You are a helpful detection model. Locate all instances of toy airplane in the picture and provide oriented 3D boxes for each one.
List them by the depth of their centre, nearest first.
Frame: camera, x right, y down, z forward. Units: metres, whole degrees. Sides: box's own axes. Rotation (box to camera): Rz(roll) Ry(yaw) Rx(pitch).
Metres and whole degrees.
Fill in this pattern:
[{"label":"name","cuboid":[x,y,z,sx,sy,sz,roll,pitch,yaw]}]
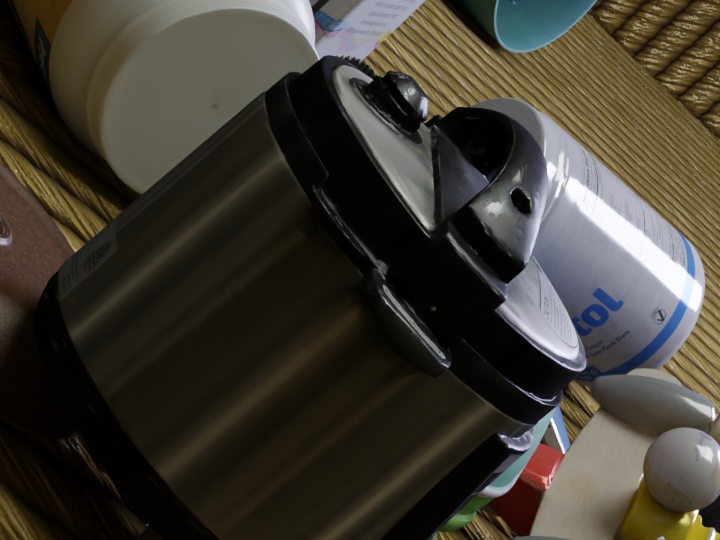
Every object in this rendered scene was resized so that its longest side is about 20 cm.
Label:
[{"label":"toy airplane","cuboid":[0.134,0.123,1.580,0.199,0.141,0.200,10,48,-38]}]

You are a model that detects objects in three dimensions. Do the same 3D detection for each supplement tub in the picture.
[{"label":"supplement tub","cuboid":[-0.109,-0.142,1.572,0.145,0.145,0.200,36,16,-41]},{"label":"supplement tub","cuboid":[0.136,-0.016,2.046,0.200,0.132,0.132,37,16,-37]}]

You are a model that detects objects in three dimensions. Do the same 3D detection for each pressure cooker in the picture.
[{"label":"pressure cooker","cuboid":[-0.007,0.014,1.166,0.179,0.200,0.176,34,19,-55]}]

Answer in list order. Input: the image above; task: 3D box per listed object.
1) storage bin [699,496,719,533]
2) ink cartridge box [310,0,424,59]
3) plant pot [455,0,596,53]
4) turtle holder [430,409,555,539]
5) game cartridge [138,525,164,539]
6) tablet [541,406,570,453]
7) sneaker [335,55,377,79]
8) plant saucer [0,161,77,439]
[{"label":"storage bin","cuboid":[0.329,0.161,2.036,0.135,0.200,0.146,57,13,2]},{"label":"ink cartridge box","cuboid":[-0.025,-0.177,1.834,0.083,0.200,0.146,49,12,8]},{"label":"plant pot","cuboid":[0.153,-0.350,3.030,0.161,0.201,0.200,39,7,28]},{"label":"turtle holder","cuboid":[0.021,0.045,1.460,0.185,0.132,0.141,38,16,-39]},{"label":"game cartridge","cuboid":[-0.010,0.187,1.151,0.200,0.032,0.176,45,12,-15]},{"label":"tablet","cuboid":[0.112,0.073,1.865,0.200,0.014,0.130,-100,169,-69]},{"label":"sneaker","cuboid":[0.009,-0.013,1.605,0.093,0.070,0.201,25,55,-75]},{"label":"plant saucer","cuboid":[-0.171,-0.016,1.228,0.200,0.037,0.200,45,13,-14]}]
